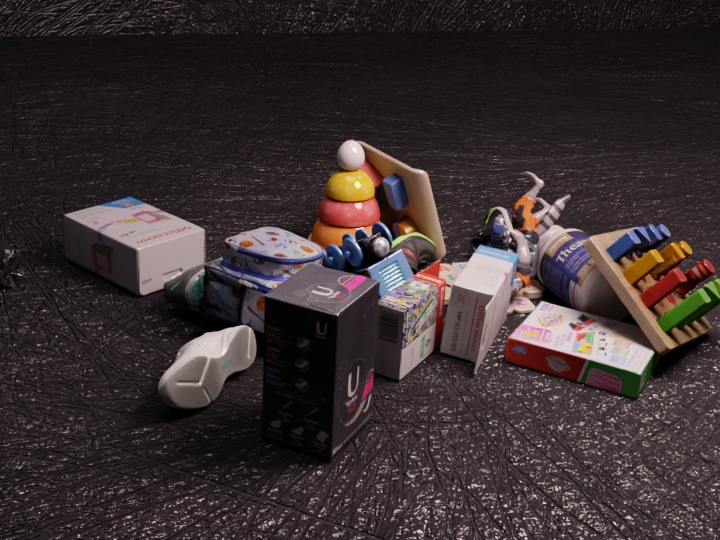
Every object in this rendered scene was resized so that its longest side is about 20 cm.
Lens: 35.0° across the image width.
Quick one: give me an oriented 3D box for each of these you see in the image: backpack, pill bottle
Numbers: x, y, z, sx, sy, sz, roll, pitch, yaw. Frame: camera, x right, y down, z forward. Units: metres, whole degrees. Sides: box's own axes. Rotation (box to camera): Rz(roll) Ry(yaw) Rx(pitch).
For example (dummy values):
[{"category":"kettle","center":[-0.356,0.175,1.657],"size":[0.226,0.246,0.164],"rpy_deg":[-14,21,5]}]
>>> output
[{"category":"backpack","center":[-0.121,0.026,1.693],"size":[0.189,0.156,0.199],"rpy_deg":[26,28,22]},{"category":"pill bottle","center":[0.355,-0.001,1.854],"size":[0.110,0.112,0.200],"rpy_deg":[-6,26,-22]}]

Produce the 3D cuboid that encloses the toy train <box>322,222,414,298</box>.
[{"category":"toy train","center":[0.000,0.000,1.743],"size":[0.086,0.115,0.199],"rpy_deg":[-27,5,-27]}]

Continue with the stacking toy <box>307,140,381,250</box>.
[{"category":"stacking toy","center":[-0.016,-0.125,1.971],"size":[0.144,0.203,0.146],"rpy_deg":[3,24,-1]}]

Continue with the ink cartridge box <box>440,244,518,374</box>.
[{"category":"ink cartridge box","center":[0.172,0.055,1.688],"size":[0.067,0.117,0.200],"rpy_deg":[15,27,15]}]

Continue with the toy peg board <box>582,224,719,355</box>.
[{"category":"toy peg board","center":[0.463,0.003,1.713],"size":[0.199,0.098,0.200],"rpy_deg":[-10,63,-55]}]

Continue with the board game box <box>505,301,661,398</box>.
[{"category":"board game box","center":[0.333,0.113,1.682],"size":[0.198,0.041,0.153],"rpy_deg":[15,26,24]}]

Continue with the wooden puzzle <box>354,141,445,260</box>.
[{"category":"wooden puzzle","center":[0.055,-0.117,2.005],"size":[0.046,0.187,0.199],"rpy_deg":[-33,37,-24]}]

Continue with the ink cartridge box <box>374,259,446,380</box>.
[{"category":"ink cartridge box","center":[0.087,0.068,1.661],"size":[0.050,0.110,0.200],"rpy_deg":[16,26,26]}]

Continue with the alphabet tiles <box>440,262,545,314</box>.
[{"category":"alphabet tiles","center":[0.201,0.025,1.895],"size":[0.197,0.015,0.196],"rpy_deg":[-4,25,-16]}]

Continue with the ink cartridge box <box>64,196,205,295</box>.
[{"category":"ink cartridge box","center":[-0.371,-0.043,1.880],"size":[0.199,0.086,0.144],"rpy_deg":[23,30,35]}]

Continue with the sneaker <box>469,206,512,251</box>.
[{"category":"sneaker","center":[0.231,-0.063,2.017],"size":[0.082,0.073,0.200],"rpy_deg":[-3,18,-7]}]

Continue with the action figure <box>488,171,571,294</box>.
[{"category":"action figure","center":[0.260,-0.053,1.817],"size":[0.103,0.196,0.200],"rpy_deg":[18,-13,11]}]

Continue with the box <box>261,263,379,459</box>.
[{"category":"box","center":[-0.050,0.112,1.427],"size":[0.105,0.203,0.122],"rpy_deg":[13,26,22]}]

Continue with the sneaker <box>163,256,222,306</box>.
[{"category":"sneaker","center":[-0.236,0.011,1.797],"size":[0.090,0.079,0.199],"rpy_deg":[-1,11,29]}]

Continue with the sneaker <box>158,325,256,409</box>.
[{"category":"sneaker","center":[-0.219,0.133,1.540],"size":[0.079,0.071,0.200],"rpy_deg":[-2,16,27]}]

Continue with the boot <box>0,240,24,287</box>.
[{"category":"boot","center":[-0.638,-0.007,1.774],"size":[0.196,0.074,0.163],"rpy_deg":[14,27,5]}]

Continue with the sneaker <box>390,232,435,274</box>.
[{"category":"sneaker","center":[0.063,-0.008,1.903],"size":[0.199,0.077,0.084],"rpy_deg":[-15,64,-50]}]
